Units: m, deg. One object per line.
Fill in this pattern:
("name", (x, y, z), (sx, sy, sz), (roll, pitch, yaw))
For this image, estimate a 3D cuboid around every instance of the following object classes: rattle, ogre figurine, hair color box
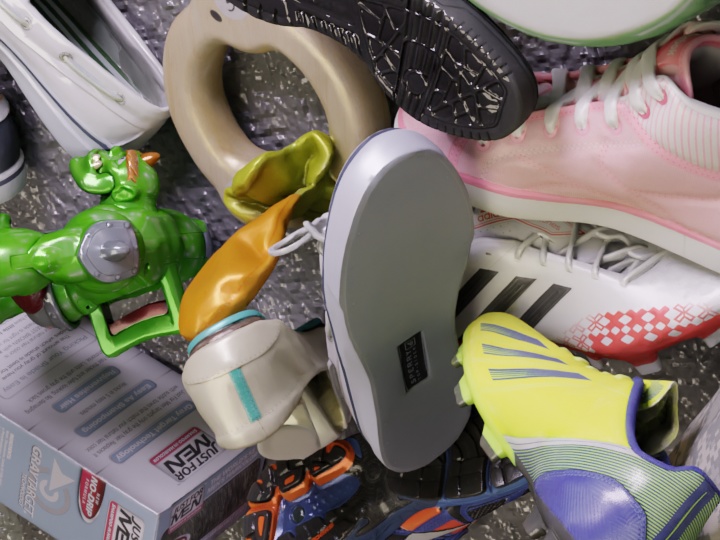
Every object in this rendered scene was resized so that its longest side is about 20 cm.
("rattle", (-0.078, -0.092, 1.311), (0.130, 0.143, 0.201), (18, 133, 52))
("ogre figurine", (-0.144, -0.005, 1.392), (0.119, 0.200, 0.099), (-7, 71, 15))
("hair color box", (-0.158, 0.079, 1.492), (0.200, 0.099, 0.061), (30, 129, 22))

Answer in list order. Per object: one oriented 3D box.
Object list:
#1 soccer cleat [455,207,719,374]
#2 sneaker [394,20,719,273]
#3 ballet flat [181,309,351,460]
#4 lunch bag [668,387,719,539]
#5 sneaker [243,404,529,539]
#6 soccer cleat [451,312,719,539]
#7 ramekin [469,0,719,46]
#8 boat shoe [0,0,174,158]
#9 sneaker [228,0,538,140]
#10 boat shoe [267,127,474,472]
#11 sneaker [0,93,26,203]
("soccer cleat", (0.092, -0.004, 1.270), (0.200, 0.069, 0.085), (-3, 124, 44))
("sneaker", (0.108, -0.070, 1.206), (0.200, 0.075, 0.105), (18, 138, 20))
("ballet flat", (-0.037, 0.060, 1.332), (0.069, 0.200, 0.070), (0, 88, 12))
("lunch bag", (0.196, 0.103, 1.180), (0.139, 0.168, 0.200), (40, 132, 12))
("sneaker", (0.037, 0.097, 1.376), (0.200, 0.078, 0.076), (-24, 63, 31))
("soccer cleat", (0.097, 0.067, 1.186), (0.084, 0.200, 0.065), (-41, 118, 7))
("ramekin", (0.099, -0.188, 1.138), (0.199, 0.098, 0.201), (19, 125, 29))
("boat shoe", (-0.163, -0.144, 1.396), (0.200, 0.074, 0.067), (48, 132, -12))
("sneaker", (0.013, -0.133, 1.233), (0.199, 0.104, 0.060), (30, 131, 22))
("boat shoe", (0.004, -0.002, 1.265), (0.086, 0.074, 0.202), (47, 159, 35))
("sneaker", (-0.269, -0.091, 1.499), (0.199, 0.078, 0.080), (9, 125, 22))
